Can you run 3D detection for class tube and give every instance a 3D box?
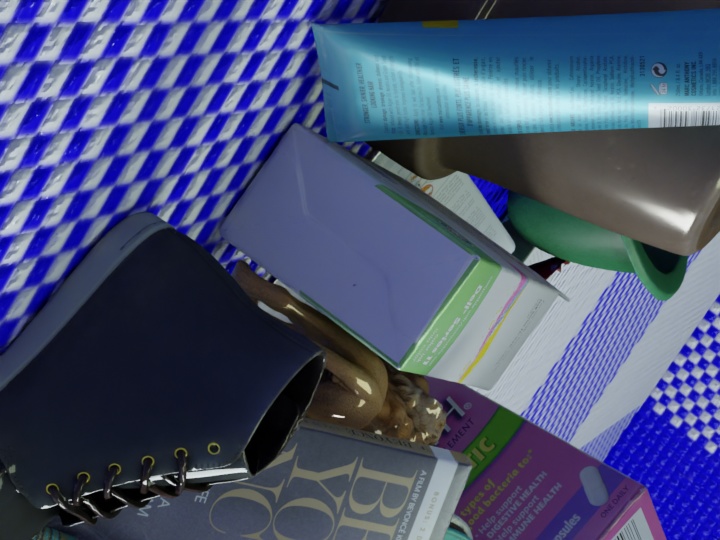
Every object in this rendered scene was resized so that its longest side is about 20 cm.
[{"bbox_3d":[0.080,-0.086,0.964,0.078,0.199,0.051,82,7,-46],"label":"tube"}]

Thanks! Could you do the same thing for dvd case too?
[{"bbox_3d":[-0.061,0.134,1.013,0.149,0.199,0.016,-69,-157,15],"label":"dvd case"}]

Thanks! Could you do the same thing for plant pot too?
[{"bbox_3d":[0.122,-0.100,1.069,0.200,0.174,0.200,-51,166,-18],"label":"plant pot"}]

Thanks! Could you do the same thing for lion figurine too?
[{"bbox_3d":[-0.017,0.056,1.073,0.073,0.122,0.200,-61,176,1],"label":"lion figurine"}]

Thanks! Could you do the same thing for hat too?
[{"bbox_3d":[0.115,-0.040,1.506,0.175,0.167,0.200,-14,-176,23],"label":"hat"}]

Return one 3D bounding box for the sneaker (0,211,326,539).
[{"bbox_3d":[-0.107,0.082,0.888,0.200,0.106,0.075,-54,162,-5],"label":"sneaker"}]

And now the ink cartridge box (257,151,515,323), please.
[{"bbox_3d":[0.000,0.000,1.244,0.162,0.050,0.200,-51,149,-6],"label":"ink cartridge box"}]

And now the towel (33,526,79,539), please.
[{"bbox_3d":[-0.127,0.194,0.999,0.147,0.199,0.022,-56,-155,14],"label":"towel"}]

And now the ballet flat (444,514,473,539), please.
[{"bbox_3d":[-0.025,0.115,1.086,0.200,0.069,0.070,29,99,-40],"label":"ballet flat"}]

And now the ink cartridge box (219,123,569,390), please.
[{"bbox_3d":[0.024,0.000,1.086,0.067,0.117,0.200,-55,161,5],"label":"ink cartridge box"}]

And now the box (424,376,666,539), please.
[{"bbox_3d":[0.041,0.165,1.205,0.176,0.200,0.097,-46,137,-19],"label":"box"}]

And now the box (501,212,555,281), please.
[{"bbox_3d":[0.081,0.038,1.593,0.200,0.036,0.144,-53,167,-7],"label":"box"}]
